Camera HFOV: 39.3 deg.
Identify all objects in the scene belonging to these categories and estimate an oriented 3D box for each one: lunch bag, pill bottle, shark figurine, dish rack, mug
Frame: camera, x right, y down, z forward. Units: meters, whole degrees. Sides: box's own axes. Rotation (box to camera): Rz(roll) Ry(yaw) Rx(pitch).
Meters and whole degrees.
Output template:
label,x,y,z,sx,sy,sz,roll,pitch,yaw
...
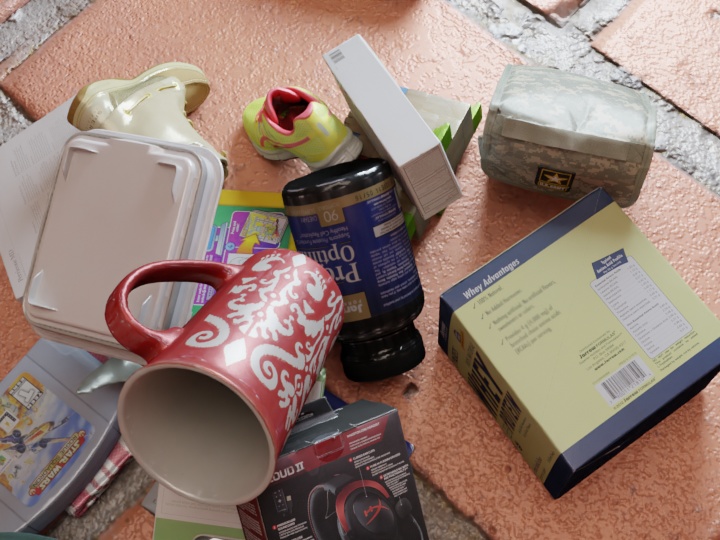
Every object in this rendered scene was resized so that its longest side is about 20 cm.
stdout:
label,x,y,z,sx,sy,sz,roll,pitch,yaw
lunch bag,0.208,-0.136,1.018,0.162,0.200,0.119,14,107,9
pill bottle,0.000,0.000,0.985,0.111,0.112,0.202,-17,103,-4
shark figurine,-0.227,0.002,0.954,0.128,0.089,0.217,29,100,54
dish rack,-0.220,-0.027,0.898,0.170,0.044,0.202,11,84,21
mug,-0.100,0.057,0.825,0.132,0.179,0.200,-8,26,25

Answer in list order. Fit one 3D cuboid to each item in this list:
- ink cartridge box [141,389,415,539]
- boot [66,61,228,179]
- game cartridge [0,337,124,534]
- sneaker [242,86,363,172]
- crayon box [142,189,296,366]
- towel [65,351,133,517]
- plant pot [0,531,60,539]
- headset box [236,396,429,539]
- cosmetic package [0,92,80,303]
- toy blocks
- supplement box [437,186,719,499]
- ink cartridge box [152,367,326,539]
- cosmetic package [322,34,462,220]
label,x,y,z,sx,sy,sz,roll,pitch,yaw
ink cartridge box,-0.078,0.200,0.983,0.198,0.041,0.201,29,71,15
boot,-0.194,-0.149,1.085,0.155,0.073,0.200,40,31,13
game cartridge,-0.319,0.168,0.985,0.132,0.042,0.201,31,71,22
sneaker,-0.077,-0.166,1.079,0.078,0.090,0.199,-51,37,-11
crayon box,-0.132,0.012,1.042,0.170,0.059,0.202,3,56,6
towel,-0.265,0.132,1.033,0.146,0.030,0.200,38,73,19
plant pot,-0.296,0.338,0.865,0.198,0.201,0.190,7,54,6
headset box,-0.026,0.215,0.885,0.147,0.075,0.202,-18,99,-25
cosmetic package,-0.320,-0.074,1.077,0.150,0.052,0.201,-31,58,1
toy blocks,0.031,-0.125,1.096,0.135,0.100,0.201,19,65,22
supplement box,0.209,0.071,0.970,0.199,0.135,0.200,-33,69,-10
ink cartridge box,-0.114,0.183,0.942,0.144,0.048,0.203,7,91,3
cosmetic package,0.031,-0.148,1.010,0.050,0.083,0.201,-30,49,-1
